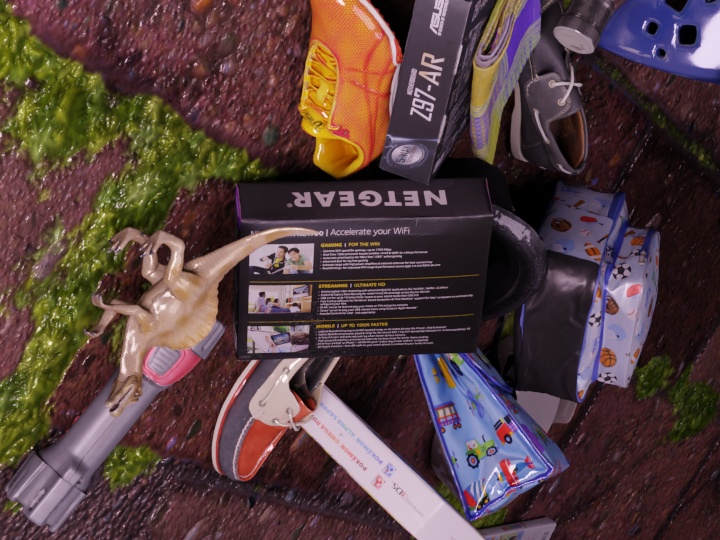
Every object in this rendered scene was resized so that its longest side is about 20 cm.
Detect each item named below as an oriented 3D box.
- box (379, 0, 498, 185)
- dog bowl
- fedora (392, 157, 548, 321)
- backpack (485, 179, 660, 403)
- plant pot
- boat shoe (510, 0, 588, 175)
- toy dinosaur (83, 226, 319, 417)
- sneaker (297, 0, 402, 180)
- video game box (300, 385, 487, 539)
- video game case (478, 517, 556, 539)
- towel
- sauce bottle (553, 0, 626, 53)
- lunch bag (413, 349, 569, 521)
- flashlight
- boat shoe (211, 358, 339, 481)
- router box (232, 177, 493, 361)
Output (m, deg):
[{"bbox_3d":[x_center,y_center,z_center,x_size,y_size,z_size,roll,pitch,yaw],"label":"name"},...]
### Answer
[{"bbox_3d":[0.078,-0.183,1.592,0.200,0.043,0.161,-57,162,-55],"label":"box"},{"bbox_3d":[0.149,0.156,2.098,0.200,0.058,0.201,-38,145,-32],"label":"dog bowl"},{"bbox_3d":[0.066,-0.036,1.698,0.201,0.199,0.092,74,22,-54],"label":"fedora"},{"bbox_3d":[0.212,0.010,1.940,0.191,0.153,0.201,-76,177,-50],"label":"backpack"},{"bbox_3d":[0.366,-0.261,1.905,0.199,0.179,0.201,-1,119,-56],"label":"plant pot"},{"bbox_3d":[0.175,-0.170,1.809,0.072,0.067,0.201,-40,143,-28],"label":"boat shoe"},{"bbox_3d":[-0.133,0.010,1.461,0.200,0.058,0.101,-46,124,-2],"label":"toy dinosaur"},{"bbox_3d":[-0.012,-0.142,1.534,0.077,0.073,0.201,-43,147,-23],"label":"sneaker"},{"bbox_3d":[0.031,0.192,1.814,0.047,0.182,0.200,-48,150,-4],"label":"video game box"},{"bbox_3d":[0.148,0.358,2.338,0.199,0.018,0.144,2,116,-59],"label":"video game case"},{"bbox_3d":[0.121,-0.179,1.638,0.200,0.023,0.144,86,24,-66],"label":"towel"},{"bbox_3d":[0.229,-0.280,1.760,0.201,0.066,0.066,-61,153,-14],"label":"sauce bottle"},{"bbox_3d":[0.098,0.118,1.849,0.094,0.201,0.151,-31,172,8],"label":"lunch bag"},{"bbox_3d":[-0.187,0.100,1.511,0.200,0.068,0.068,-51,151,-4],"label":"flashlight"},{"bbox_3d":[-0.060,0.097,1.703,0.071,0.062,0.201,9,111,-62],"label":"boat shoe"},{"bbox_3d":[0.000,0.000,1.591,0.198,0.051,0.150,-1,132,-7],"label":"router box"}]
